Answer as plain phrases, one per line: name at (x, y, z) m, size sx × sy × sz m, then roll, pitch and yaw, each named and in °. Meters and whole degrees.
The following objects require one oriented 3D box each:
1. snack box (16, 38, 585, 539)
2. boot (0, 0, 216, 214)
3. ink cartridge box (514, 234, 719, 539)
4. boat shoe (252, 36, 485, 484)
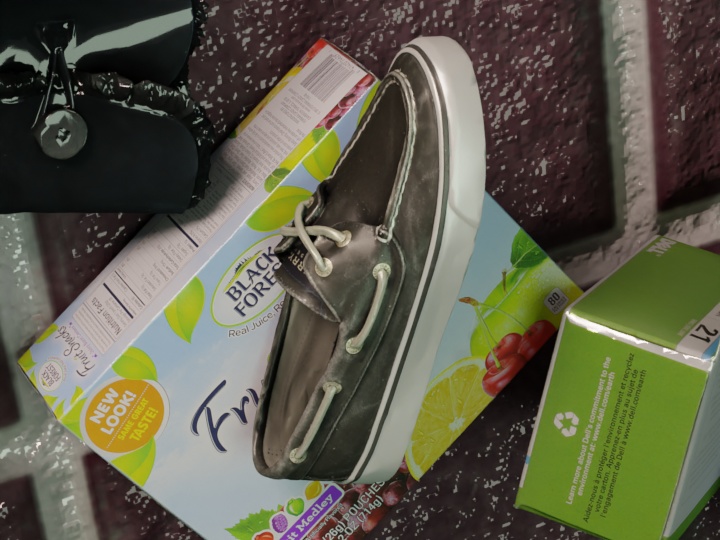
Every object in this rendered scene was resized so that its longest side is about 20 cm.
snack box at (-0.024, 0.027, 0.981) m, size 0.200 × 0.068 × 0.169 m, roll -47°, pitch 124°, yaw -2°
boot at (-0.144, -0.025, 0.889) m, size 0.168 × 0.076 × 0.201 m, roll -2°, pitch 108°, yaw -22°
ink cartridge box at (0.150, 0.010, 1.013) m, size 0.148 × 0.076 × 0.200 m, roll -31°, pitch 135°, yaw -62°
boat shoe at (0.000, 0.000, 0.899) m, size 0.064 × 0.071 × 0.200 m, roll 2°, pitch 112°, yaw -27°
